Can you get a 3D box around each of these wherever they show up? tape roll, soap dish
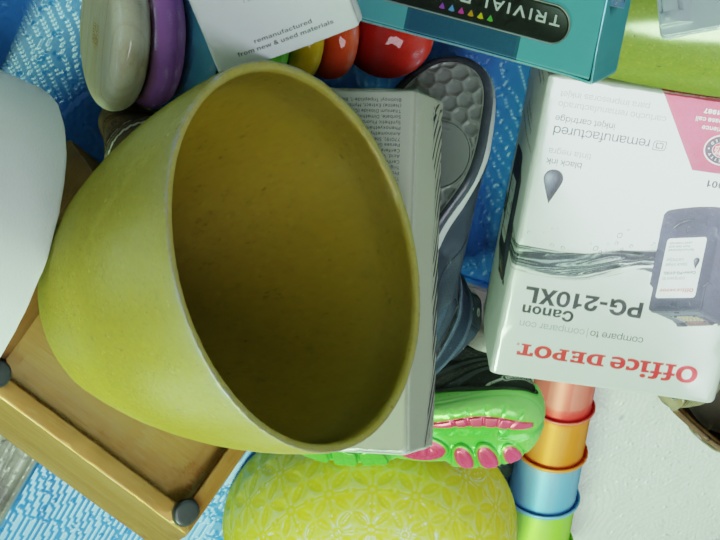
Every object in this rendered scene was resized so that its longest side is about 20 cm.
[{"bbox_3d":[-0.239,-0.019,1.302,0.071,0.203,0.203,22,119,-30],"label":"tape roll"},{"bbox_3d":[-0.135,0.048,1.390,0.200,0.081,0.158,40,81,-25],"label":"soap dish"}]

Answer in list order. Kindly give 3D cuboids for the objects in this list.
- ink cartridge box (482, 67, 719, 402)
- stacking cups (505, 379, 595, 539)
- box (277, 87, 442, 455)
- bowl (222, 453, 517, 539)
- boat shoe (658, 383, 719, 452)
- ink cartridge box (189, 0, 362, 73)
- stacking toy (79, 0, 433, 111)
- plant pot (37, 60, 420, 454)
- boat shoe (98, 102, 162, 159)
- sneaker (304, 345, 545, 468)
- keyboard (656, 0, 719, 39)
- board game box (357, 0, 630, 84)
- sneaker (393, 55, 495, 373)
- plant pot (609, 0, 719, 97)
[{"bbox_3d":[0.161,-0.031,1.449,0.144,0.084,0.201,8,117,-4],"label":"ink cartridge box"},{"bbox_3d":[0.121,0.137,1.624,0.060,0.061,0.201,-4,126,-13],"label":"stacking cups"},{"bbox_3d":[0.000,0.000,1.351,0.082,0.068,0.202,3,90,14],"label":"box"},{"bbox_3d":[0.006,0.203,1.581,0.199,0.108,0.201,0,126,0],"label":"bowl"},{"bbox_3d":[0.215,0.053,1.575,0.076,0.072,0.200,-37,128,13],"label":"boat shoe"},{"bbox_3d":[-0.075,-0.227,1.221,0.085,0.147,0.201,-21,130,3],"label":"ink cartridge box"},{"bbox_3d":[-0.052,-0.131,1.352,0.199,0.086,0.086,-1,128,-22],"label":"stacking toy"},{"bbox_3d":[-0.084,0.005,1.256,0.141,0.201,0.200,-13,139,36],"label":"plant pot"},{"bbox_3d":[-0.077,-0.052,1.402,0.072,0.073,0.200,-42,146,10],"label":"boat shoe"},{"bbox_3d":[0.018,0.076,1.536,0.199,0.084,0.077,9,127,-2],"label":"sneaker"},{"bbox_3d":[0.176,-0.223,1.279,0.056,0.201,0.011,-7,168,16],"label":"keyboard"},{"bbox_3d":[0.077,-0.214,1.252,0.150,0.047,0.201,17,109,19],"label":"board game box"},{"bbox_3d":[0.040,-0.025,1.455,0.077,0.146,0.204,21,93,17],"label":"sneaker"},{"bbox_3d":[0.203,-0.173,1.344,0.199,0.188,0.188,-6,130,8],"label":"plant pot"}]
